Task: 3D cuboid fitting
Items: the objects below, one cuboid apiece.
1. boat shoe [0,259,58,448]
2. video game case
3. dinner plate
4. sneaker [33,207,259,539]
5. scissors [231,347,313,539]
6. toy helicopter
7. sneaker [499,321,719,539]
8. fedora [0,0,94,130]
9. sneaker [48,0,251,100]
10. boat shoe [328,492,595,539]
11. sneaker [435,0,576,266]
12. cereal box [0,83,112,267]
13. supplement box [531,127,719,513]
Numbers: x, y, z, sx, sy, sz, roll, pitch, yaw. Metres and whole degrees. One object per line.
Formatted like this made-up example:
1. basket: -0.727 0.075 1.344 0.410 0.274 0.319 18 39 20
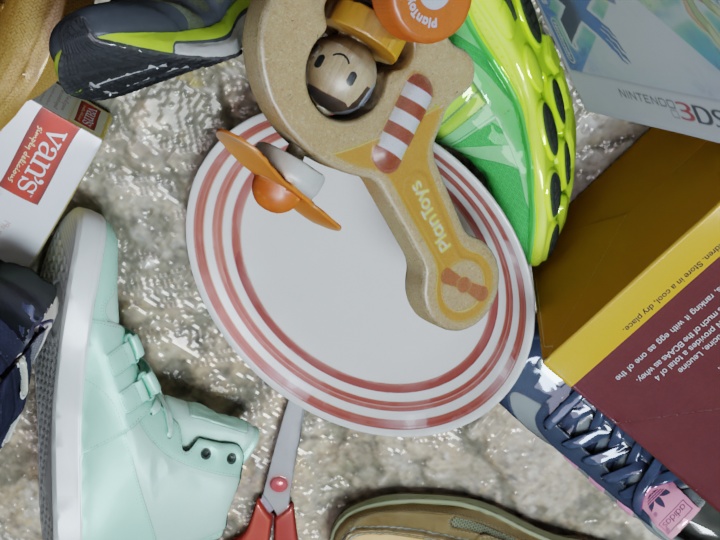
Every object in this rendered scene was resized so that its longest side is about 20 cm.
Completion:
1. boat shoe: -0.224 0.083 0.905 0.074 0.093 0.200 25 135 -8
2. video game case: 0.116 -0.147 0.763 0.022 0.182 0.200 -34 114 -14
3. dinner plate: 0.000 0.000 0.895 0.200 0.024 0.201 13 124 20
4. sneaker: -0.116 0.061 0.941 0.118 0.074 0.201 -3 105 -21
5. scissors: -0.056 0.134 0.997 0.073 0.014 0.201 -1 118 5
6. toy helicopter: 0.007 -0.049 0.778 0.132 0.079 0.200 -40 121 -23
7. sneaker: 0.155 0.101 0.934 0.200 0.082 0.070 31 114 -13
8. fedora: -0.184 -0.141 0.798 0.200 0.082 0.201 -5 81 32
9. sneaker: -0.084 -0.132 0.773 0.074 0.200 0.081 -15 102 25
10. boat shoe: 0.079 0.182 0.982 0.199 0.076 0.072 10 117 -3
11. sneaker: 0.054 -0.094 0.854 0.083 0.074 0.200 -11 115 27
12. cereal box: -0.250 -0.068 0.887 0.200 0.040 0.144 29 115 -12
13. supplement box: 0.225 0.013 0.859 0.200 0.133 0.197 39 112 -16
